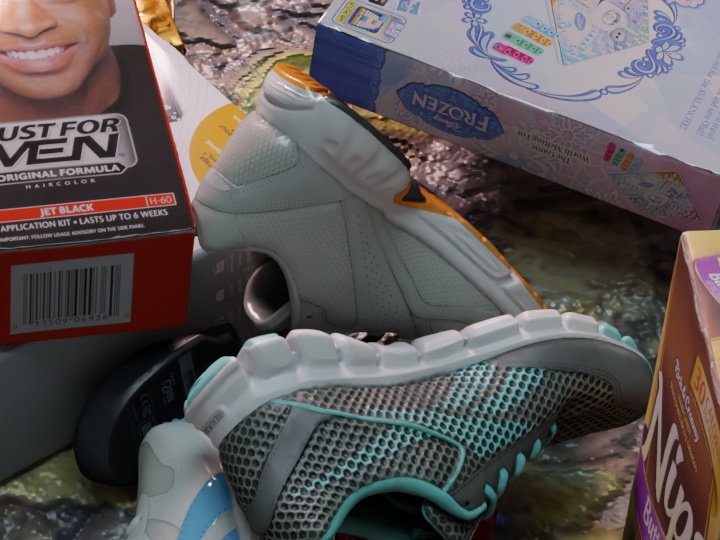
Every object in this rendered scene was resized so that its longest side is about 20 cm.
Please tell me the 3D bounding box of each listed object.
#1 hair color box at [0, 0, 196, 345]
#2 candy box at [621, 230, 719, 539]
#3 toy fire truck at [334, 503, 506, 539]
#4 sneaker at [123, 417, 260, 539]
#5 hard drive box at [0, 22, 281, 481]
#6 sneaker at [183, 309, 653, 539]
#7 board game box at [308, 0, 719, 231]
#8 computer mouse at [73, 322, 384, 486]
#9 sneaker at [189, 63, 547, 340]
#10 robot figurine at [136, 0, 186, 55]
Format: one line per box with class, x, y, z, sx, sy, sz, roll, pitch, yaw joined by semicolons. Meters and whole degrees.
hair color box;-0.137;-0.064;1.027;0.101;0.061;0.200;-6;49;-15
candy box;0.138;0.095;0.908;0.056;0.200;0.117;0;44;-5
toy fire truck;0.046;0.155;0.946;0.141;0.049;0.200;12;43;5
sneaker;-0.074;0.135;0.939;0.081;0.077;0.200;-4;43;-7
hard drive box;-0.137;-0.011;1.079;0.200;0.077;0.156;-29;53;-29
sneaker;0.032;0.072;0.956;0.200;0.078;0.091;-6;62;-26
board game box;0.105;-0.119;1.168;0.199;0.043;0.200;21;43;12
computer mouse;-0.046;0.031;1.062;0.200;0.059;0.034;-30;39;-32
sneaker;0.000;0.000;1.034;0.092;0.200;0.076;-48;38;0
robot figurine;-0.164;-0.154;1.234;0.145;0.058;0.200;-11;47;-16
